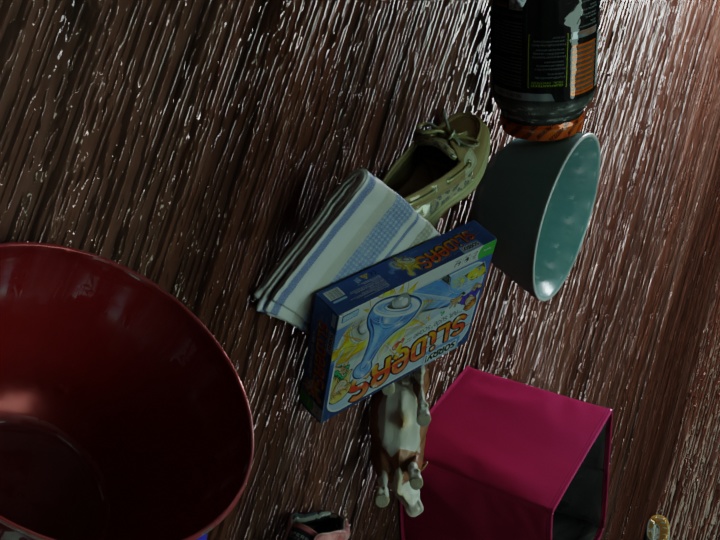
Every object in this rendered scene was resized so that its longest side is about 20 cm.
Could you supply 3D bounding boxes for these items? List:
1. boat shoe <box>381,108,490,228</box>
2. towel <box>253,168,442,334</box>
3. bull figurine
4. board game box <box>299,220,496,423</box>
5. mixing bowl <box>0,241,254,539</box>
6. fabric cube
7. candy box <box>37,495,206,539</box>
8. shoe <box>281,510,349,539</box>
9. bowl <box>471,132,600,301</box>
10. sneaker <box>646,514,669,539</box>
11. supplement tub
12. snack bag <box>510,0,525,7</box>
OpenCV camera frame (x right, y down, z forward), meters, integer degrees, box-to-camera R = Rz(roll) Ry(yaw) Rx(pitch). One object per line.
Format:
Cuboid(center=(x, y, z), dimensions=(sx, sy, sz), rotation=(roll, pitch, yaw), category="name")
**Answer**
Cuboid(center=(0.070, -0.097, 0.963), dimensions=(0.201, 0.072, 0.063), rotation=(-55, 147, -32), category="boat shoe")
Cuboid(center=(0.000, 0.000, 0.873), dimensions=(0.148, 0.024, 0.199), rotation=(-51, 148, 5), category="towel")
Cuboid(center=(0.042, 0.173, 1.020), dimensions=(0.122, 0.064, 0.205), rotation=(-92, 180, -78), category="bull figurine")
Cuboid(center=(0.035, 0.046, 0.910), dimensions=(0.198, 0.034, 0.137), rotation=(-25, 141, -35), category="board game box")
Cuboid(center=(-0.168, 0.094, 0.538), dimensions=(0.109, 0.201, 0.199), rotation=(-51, 164, 31), category="mixing bowl")
Cuboid(center=(0.175, 0.270, 1.179), dimensions=(0.196, 0.196, 0.204), rotation=(-42, 136, -46), category="fabric cube")
Cuboid(center=(-0.180, 0.229, 0.653), dimensions=(0.168, 0.076, 0.205), rotation=(-22, 120, -55), category="candy box")
Cuboid(center=(-0.069, 0.277, 0.883), dimensions=(0.199, 0.070, 0.093), rotation=(5, 96, -66), category="shoe")
Cuboid(center=(0.201, -0.076, 1.163), dimensions=(0.201, 0.103, 0.204), rotation=(-44, 144, -44), category="bowl")
Cuboid(center=(0.781, 0.754, 2.585), dimensions=(0.088, 0.074, 0.203), rotation=(43, 65, -57), category="sneaker")
Cuboid(center=(0.203, -0.256, 1.084), dimensions=(0.122, 0.121, 0.204), rotation=(-40, 135, -47), category="supplement tub")
Cuboid(center=(0.151, -0.384, 0.917), dimensions=(0.188, 0.021, 0.204), rotation=(34, 72, -59), category="snack bag")
